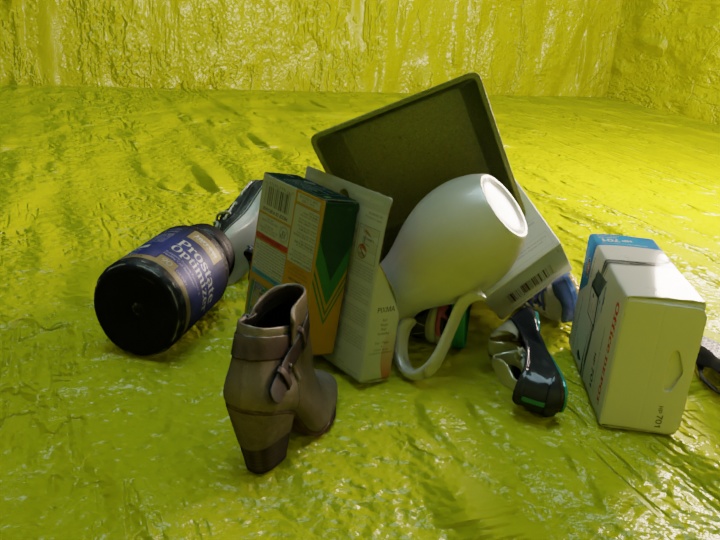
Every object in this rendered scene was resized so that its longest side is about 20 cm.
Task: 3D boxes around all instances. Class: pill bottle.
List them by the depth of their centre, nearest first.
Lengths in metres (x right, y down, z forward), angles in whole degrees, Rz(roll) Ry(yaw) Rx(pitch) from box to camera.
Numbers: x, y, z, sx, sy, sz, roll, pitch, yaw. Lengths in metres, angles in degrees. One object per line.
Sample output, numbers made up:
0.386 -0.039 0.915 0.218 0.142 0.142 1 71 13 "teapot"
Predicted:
-0.224 0.012 0.939 0.109 0.115 0.200 8 21 10 "pill bottle"

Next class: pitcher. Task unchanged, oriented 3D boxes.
0.093 0.007 0.860 0.120 0.199 0.175 14 46 -46 "pitcher"

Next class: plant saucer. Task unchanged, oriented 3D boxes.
0.069 -0.117 0.898 0.195 0.202 0.048 -18 37 15 "plant saucer"

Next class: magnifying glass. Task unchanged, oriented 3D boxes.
0.132 0.044 1.002 0.022 0.082 0.200 4 9 12 "magnifying glass"

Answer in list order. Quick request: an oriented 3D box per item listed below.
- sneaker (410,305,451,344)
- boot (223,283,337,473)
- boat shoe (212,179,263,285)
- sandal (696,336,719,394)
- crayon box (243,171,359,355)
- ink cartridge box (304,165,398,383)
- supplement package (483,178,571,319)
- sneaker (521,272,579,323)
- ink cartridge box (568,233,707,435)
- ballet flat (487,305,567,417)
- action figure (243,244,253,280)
0.079 0.025 1.017 0.084 0.082 0.200 5 19 8 "sneaker"
-0.064 0.084 0.725 0.068 0.150 0.200 7 20 14 "boot"
-0.178 -0.062 1.130 0.067 0.074 0.202 9 55 26 "boat shoe"
0.425 0.116 0.914 0.074 0.044 0.200 9 10 -8 "sandal"
-0.072 0.006 0.868 0.051 0.205 0.125 0 18 -39 "crayon box"
-0.017 0.000 0.880 0.049 0.205 0.161 -1 18 -40 "ink cartridge box"
0.162 -0.061 0.996 0.202 0.116 0.117 60 12 25 "supplement package"
0.225 0.030 1.065 0.086 0.077 0.200 -13 16 -15 "sneaker"
0.297 0.062 0.862 0.084 0.150 0.201 7 20 4 "ink cartridge box"
0.178 0.093 0.873 0.071 0.075 0.201 4 22 0 "ballet flat"
-0.069 -0.042 1.091 0.199 0.119 0.103 -39 86 -27 "action figure"
